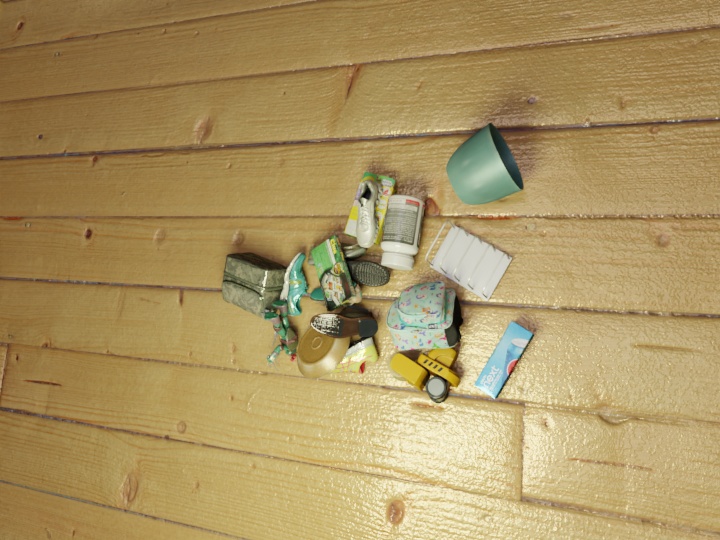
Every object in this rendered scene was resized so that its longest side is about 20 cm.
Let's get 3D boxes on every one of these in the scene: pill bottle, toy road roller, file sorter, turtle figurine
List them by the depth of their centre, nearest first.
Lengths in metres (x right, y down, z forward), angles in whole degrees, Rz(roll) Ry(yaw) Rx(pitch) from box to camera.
[{"bbox_3d":[0.186,0.265,1.564,0.198,0.123,0.147,28,78,19],"label":"toy road roller"},{"bbox_3d":[0.296,-0.032,1.566,0.198,0.124,0.140,32,92,23],"label":"file sorter"},{"bbox_3d":[0.120,-0.110,1.651,0.112,0.114,0.204,7,83,21],"label":"pill bottle"},{"bbox_3d":[-0.241,0.203,1.736,0.098,0.151,0.203,-6,119,3],"label":"turtle figurine"}]

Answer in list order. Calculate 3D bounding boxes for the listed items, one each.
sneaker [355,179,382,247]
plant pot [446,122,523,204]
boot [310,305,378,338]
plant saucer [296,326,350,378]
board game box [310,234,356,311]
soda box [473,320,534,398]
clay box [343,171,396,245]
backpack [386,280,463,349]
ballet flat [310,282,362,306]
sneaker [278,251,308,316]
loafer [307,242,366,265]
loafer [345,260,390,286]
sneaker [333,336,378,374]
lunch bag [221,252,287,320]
[{"bbox_3d":[0.016,-0.171,1.669,0.074,0.081,0.204,3,84,19],"label":"sneaker"},{"bbox_3d":[0.335,-0.277,1.562,0.159,0.199,0.204,-27,72,28],"label":"plant pot"},{"bbox_3d":[-0.048,0.148,1.649,0.196,0.097,0.076,7,108,-5],"label":"boot"},{"bbox_3d":[-0.120,0.221,1.676,0.198,0.035,0.203,-24,43,25],"label":"plant saucer"},{"bbox_3d":[-0.082,0.008,1.668,0.104,0.023,0.203,-31,65,32],"label":"board game box"},{"bbox_3d":[0.387,0.240,1.517,0.067,0.064,0.202,31,93,22],"label":"soda box"},{"bbox_3d":[0.035,-0.192,1.733,0.113,0.048,0.204,18,87,22],"label":"clay box"},{"bbox_3d":[0.168,0.130,1.557,0.197,0.179,0.152,-13,121,23],"label":"backpack"},{"bbox_3d":[-0.073,0.085,1.711,0.198,0.068,0.068,-8,35,43],"label":"ballet flat"},{"bbox_3d":[-0.197,0.043,1.776,0.078,0.077,0.204,14,95,13],"label":"sneaker"},{"bbox_3d":[-0.078,-0.063,1.739,0.196,0.075,0.071,-9,82,19],"label":"loafer"},{"bbox_3d":[0.000,0.000,1.700,0.196,0.071,0.075,11,97,18],"label":"loafer"},{"bbox_3d":[-0.031,0.275,1.667,0.198,0.078,0.091,-31,91,24],"label":"sneaker"},{"bbox_3d":[-0.339,0.050,1.794,0.197,0.139,0.171,19,104,23],"label":"lunch bag"}]
